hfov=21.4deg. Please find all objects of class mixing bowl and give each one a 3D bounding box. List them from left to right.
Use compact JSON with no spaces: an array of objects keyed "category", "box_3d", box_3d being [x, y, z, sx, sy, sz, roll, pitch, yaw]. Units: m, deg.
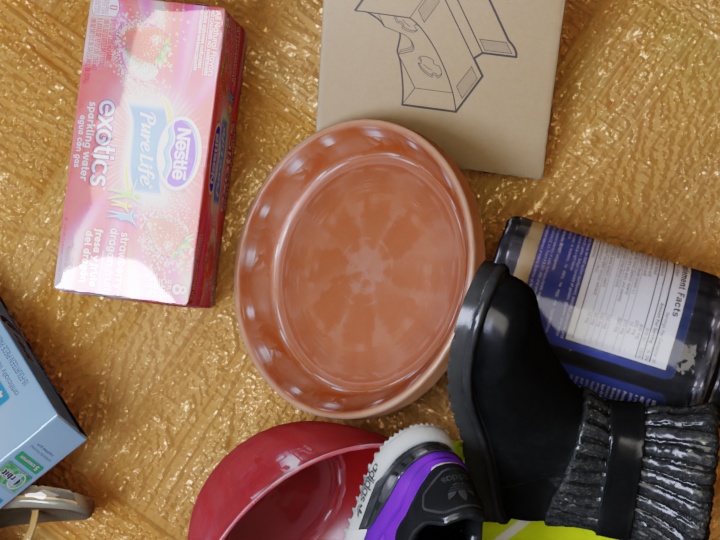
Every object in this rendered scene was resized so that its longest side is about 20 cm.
[{"category":"mixing bowl","box_3d":[-0.037,0.176,1.253,0.199,0.108,0.201,-13,121,-23]}]

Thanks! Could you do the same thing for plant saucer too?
[{"category":"plant saucer","box_3d":[0.000,0.000,1.274,0.200,0.032,0.201,-6,79,36]}]

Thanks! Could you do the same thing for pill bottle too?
[{"category":"pill bottle","box_3d":[0.177,0.044,1.255,0.199,0.112,0.112,17,90,5]}]

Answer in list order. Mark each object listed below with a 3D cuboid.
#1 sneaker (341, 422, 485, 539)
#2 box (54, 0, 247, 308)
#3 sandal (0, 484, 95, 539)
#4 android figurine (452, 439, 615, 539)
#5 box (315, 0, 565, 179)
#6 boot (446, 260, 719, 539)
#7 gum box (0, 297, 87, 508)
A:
[{"category":"sneaker","box_3d":[0.030,0.203,1.172,0.069,0.100,0.201,-2,120,-29]},{"category":"box","box_3d":[-0.141,-0.079,1.295,0.094,0.103,0.201,7,88,6]},{"category":"sandal","box_3d":[-0.273,0.186,1.309,0.199,0.080,0.054,-13,74,11]},{"category":"android figurine","box_3d":[0.139,0.179,1.279,0.182,0.041,0.200,-39,87,16]},{"category":"box","box_3d":[0.053,-0.164,1.270,0.163,0.021,0.201,8,120,7]},{"category":"boot","box_3d":[0.143,0.086,1.173,0.157,0.212,0.080,7,45,20]},{"category":"gum box","box_3d":[-0.306,0.111,1.288,0.200,0.045,0.170,-39,54,1]}]
